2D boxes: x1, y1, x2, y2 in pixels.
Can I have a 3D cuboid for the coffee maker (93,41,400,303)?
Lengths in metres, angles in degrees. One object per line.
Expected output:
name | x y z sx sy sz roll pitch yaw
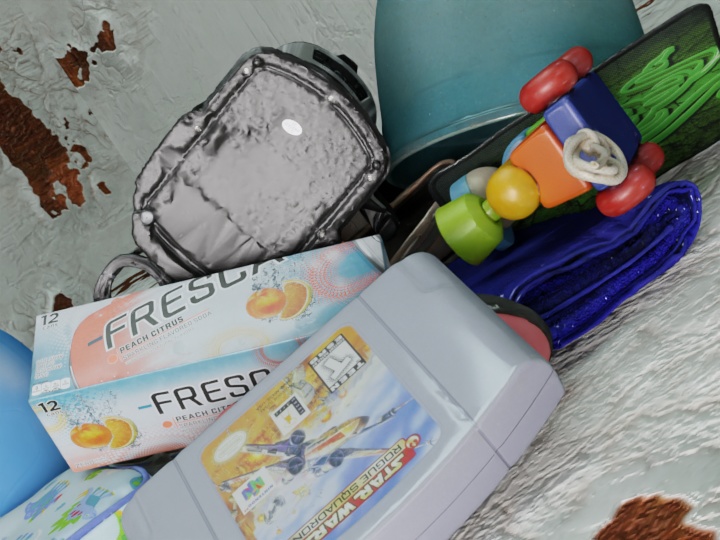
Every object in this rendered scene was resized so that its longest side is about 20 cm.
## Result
coffee maker | -0.076 -0.058 0.852 0.191 0.135 0.200 -26 10 5

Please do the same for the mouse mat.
mouse mat | 0.148 -0.077 0.862 0.200 0.008 0.161 -34 -31 8

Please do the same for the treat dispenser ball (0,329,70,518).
treat dispenser ball | -0.285 0.129 0.891 0.200 0.201 0.201 -33 9 6

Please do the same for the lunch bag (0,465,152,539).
lunch bag | -0.177 0.181 0.732 0.161 0.083 0.200 -37 9 -25

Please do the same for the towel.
towel | 0.094 0.013 0.788 0.147 0.050 0.200 -30 6 -26

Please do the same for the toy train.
toy train | 0.087 -0.045 0.714 0.116 0.085 0.200 -37 2 22

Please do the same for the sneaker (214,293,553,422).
sneaker | 0.011 0.087 0.671 0.199 0.074 0.087 -29 32 19

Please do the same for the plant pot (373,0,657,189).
plant pot | 0.097 -0.173 0.934 0.199 0.189 0.200 -11 -9 -2

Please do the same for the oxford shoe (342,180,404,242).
oxford shoe | 0.009 -0.049 1.026 0.071 0.073 0.200 -20 37 -27

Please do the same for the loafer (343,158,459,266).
loafer | 0.000 0.000 0.880 0.200 0.063 0.072 -40 47 -22

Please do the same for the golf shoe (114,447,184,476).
golf shoe | -0.051 0.089 0.802 0.199 0.097 0.079 -8 53 13

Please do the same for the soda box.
soda box | -0.074 0.046 0.731 0.199 0.069 0.064 -13 45 4

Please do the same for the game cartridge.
game cartridge | -0.012 0.087 0.599 0.200 0.042 0.133 -42 31 -2
